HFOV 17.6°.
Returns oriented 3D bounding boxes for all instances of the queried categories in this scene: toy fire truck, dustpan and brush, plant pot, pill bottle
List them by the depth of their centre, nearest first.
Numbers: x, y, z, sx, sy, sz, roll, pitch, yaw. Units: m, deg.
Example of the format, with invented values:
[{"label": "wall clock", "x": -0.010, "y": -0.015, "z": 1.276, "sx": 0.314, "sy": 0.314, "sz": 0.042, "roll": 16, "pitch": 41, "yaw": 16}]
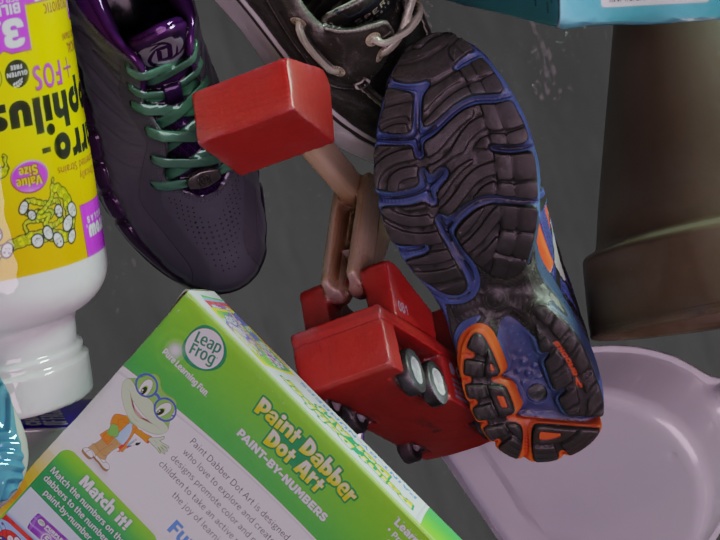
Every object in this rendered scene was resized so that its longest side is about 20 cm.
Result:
[{"label": "pill bottle", "x": -0.167, "y": -0.040, "z": 1.007, "sx": 0.104, "sy": 0.104, "sz": 0.201, "roll": -11, "pitch": 103, "yaw": -13}, {"label": "toy fire truck", "x": 0.000, "y": 0.000, "z": 1.048, "sx": 0.049, "sy": 0.200, "sz": 0.142, "roll": -19, "pitch": 67, "yaw": 19}, {"label": "plant pot", "x": 0.190, "y": -0.067, "z": 1.066, "sx": 0.199, "sy": 0.200, "sz": 0.175, "roll": -8, "pitch": 86, "yaw": -13}, {"label": "dustpan and brush", "x": 0.152, "y": 0.078, "z": 1.114, "sx": 0.200, "sy": 0.057, "sz": 0.140, "roll": -31, "pitch": 98, "yaw": 31}]

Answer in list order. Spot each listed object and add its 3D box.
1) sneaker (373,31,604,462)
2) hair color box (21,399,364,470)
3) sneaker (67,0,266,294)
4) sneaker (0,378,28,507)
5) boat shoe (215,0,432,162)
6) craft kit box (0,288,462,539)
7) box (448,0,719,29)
[{"label": "sneaker", "x": 0.055, "y": -0.013, "z": 1.049, "sx": 0.075, "sy": 0.079, "sz": 0.201, "roll": -14, "pitch": 110, "yaw": 7}, {"label": "hair color box", "x": -0.102, "y": 0.117, "z": 1.074, "sx": 0.199, "sy": 0.065, "sz": 0.110, "roll": 0, "pitch": 100, "yaw": -17}, {"label": "sneaker", "x": -0.092, "y": -0.075, "z": 1.029, "sx": 0.074, "sy": 0.088, "sz": 0.201, "roll": -25, "pitch": 105, "yaw": -9}, {"label": "sneaker", "x": -0.204, "y": 0.073, "z": 0.981, "sx": 0.076, "sy": 0.199, "sz": 0.081, "roll": -41, "pitch": 126, "yaw": -32}, {"label": "boat shoe", "x": -0.009, "y": -0.114, "z": 1.032, "sx": 0.200, "sy": 0.063, "sz": 0.071, "roll": 42, "pitch": 63, "yaw": -34}, {"label": "craft kit box", "x": -0.064, "y": 0.146, "z": 0.976, "sx": 0.200, "sy": 0.048, "sz": 0.198, "roll": 45, "pitch": 101, "yaw": 9}, {"label": "box", "x": 0.088, "y": -0.138, "z": 1.006, "sx": 0.082, "sy": 0.200, "sz": 0.049, "roll": -5, "pitch": 101, "yaw": -14}]
